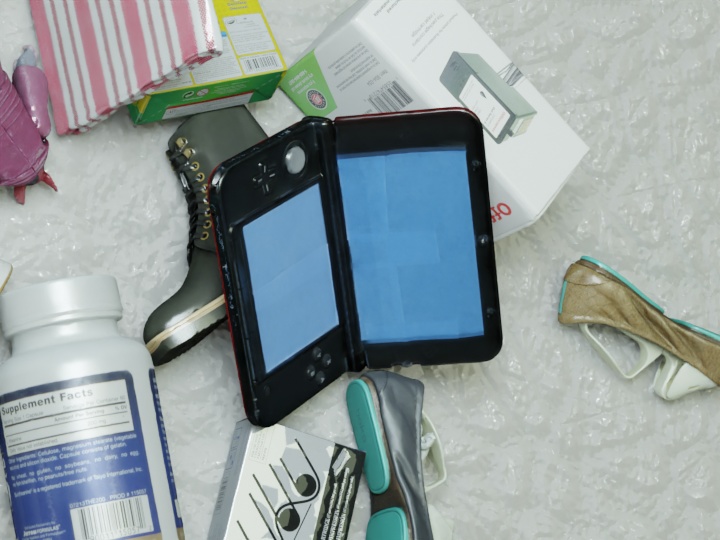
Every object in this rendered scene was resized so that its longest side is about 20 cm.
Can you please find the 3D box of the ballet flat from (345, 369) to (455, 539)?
[{"bbox_3d":[0.037,0.172,1.225,0.073,0.073,0.201,-2,77,-26],"label":"ballet flat"}]

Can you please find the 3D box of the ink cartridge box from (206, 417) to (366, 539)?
[{"bbox_3d":[-0.065,0.214,1.178,0.094,0.044,0.201,20,71,-19],"label":"ink cartridge box"}]

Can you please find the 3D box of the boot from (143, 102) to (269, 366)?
[{"bbox_3d":[-0.119,-0.035,1.198,0.138,0.077,0.200,50,50,-4],"label":"boot"}]

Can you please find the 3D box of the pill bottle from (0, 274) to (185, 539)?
[{"bbox_3d":[-0.187,0.110,1.104,0.111,0.111,0.201,-8,82,-27],"label":"pill bottle"}]

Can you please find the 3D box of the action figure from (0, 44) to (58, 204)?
[{"bbox_3d":[-0.252,-0.116,1.102,0.134,0.149,0.200,-50,134,-17],"label":"action figure"}]

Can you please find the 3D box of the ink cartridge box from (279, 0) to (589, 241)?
[{"bbox_3d":[0.053,-0.117,1.252,0.200,0.145,0.084,47,62,-10],"label":"ink cartridge box"}]

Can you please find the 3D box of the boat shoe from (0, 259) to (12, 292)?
[{"bbox_3d":[-0.315,0.047,1.078,0.069,0.071,0.200,48,64,-11],"label":"boat shoe"}]

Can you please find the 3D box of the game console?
[{"bbox_3d":[0.000,0.000,1.150,0.172,0.118,0.201,-34,124,-45],"label":"game console"}]

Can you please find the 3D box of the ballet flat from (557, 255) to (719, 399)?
[{"bbox_3d":[0.245,0.062,1.358,0.199,0.068,0.073,28,88,-18],"label":"ballet flat"}]

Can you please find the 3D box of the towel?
[{"bbox_3d":[-0.165,-0.188,1.134,0.030,0.200,0.147,-7,81,-43],"label":"towel"}]

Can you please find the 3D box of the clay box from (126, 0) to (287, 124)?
[{"bbox_3d":[-0.145,-0.212,1.215,0.114,0.048,0.201,-14,70,-28],"label":"clay box"}]
